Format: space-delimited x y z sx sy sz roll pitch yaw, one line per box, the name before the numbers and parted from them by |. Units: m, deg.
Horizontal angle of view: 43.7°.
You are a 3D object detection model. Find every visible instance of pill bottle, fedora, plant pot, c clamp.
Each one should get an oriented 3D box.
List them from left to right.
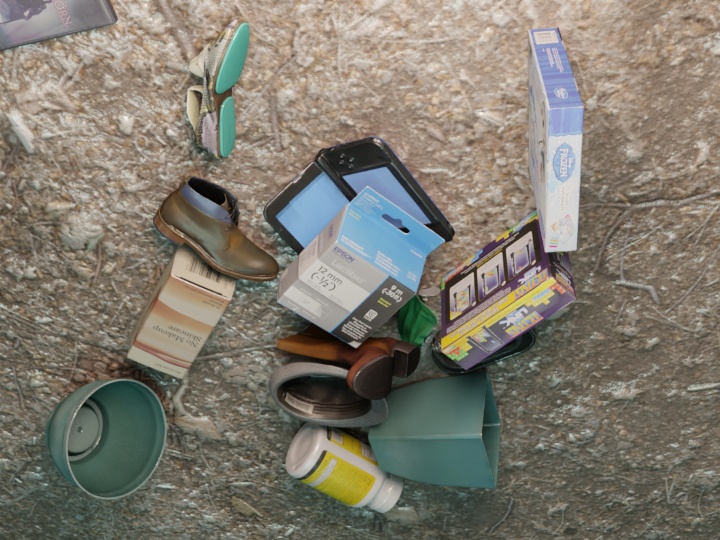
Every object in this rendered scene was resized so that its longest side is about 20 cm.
plant pot | -0.454 0.279 1.542 0.134 0.200 0.200 2 136 39
fedora | -0.046 0.177 1.464 0.200 0.090 0.177 -5 137 21
pill bottle | -0.025 0.356 1.608 0.200 0.111 0.111 32 125 -20
plant pot | 0.123 0.271 1.515 0.200 0.141 0.141 -5 130 17
c clamp | 0.190 0.104 1.425 0.200 0.027 0.171 -29 139 26

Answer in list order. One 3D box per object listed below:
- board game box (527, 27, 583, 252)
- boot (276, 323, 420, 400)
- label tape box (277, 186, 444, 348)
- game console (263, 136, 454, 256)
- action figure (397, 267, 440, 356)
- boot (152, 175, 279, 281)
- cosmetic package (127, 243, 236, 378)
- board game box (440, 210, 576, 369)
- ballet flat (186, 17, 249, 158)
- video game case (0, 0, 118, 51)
board game box | 0.234 -0.161 1.096 0.043 0.200 0.199 -3 130 5
boot | -0.036 0.122 1.338 0.200 0.188 0.069 13 112 25
label tape box | 0.000 0.000 1.240 0.143 0.066 0.200 33 123 -23
game console | 0.000 -0.065 1.241 0.171 0.118 0.200 -6 136 45
action figure | 0.087 0.076 1.383 0.055 0.118 0.200 -21 148 -15
boot | -0.193 -0.058 1.298 0.200 0.075 0.097 26 130 -15
cosmetic package | -0.278 0.064 1.397 0.103 0.087 0.200 23 128 -16
board game box | 0.204 0.025 1.278 0.057 0.165 0.200 37 124 -24
ballet flat | -0.191 -0.237 1.156 0.072 0.072 0.200 11 129 -5
video game case | -0.420 -0.350 1.106 0.200 0.019 0.143 -9 129 12
